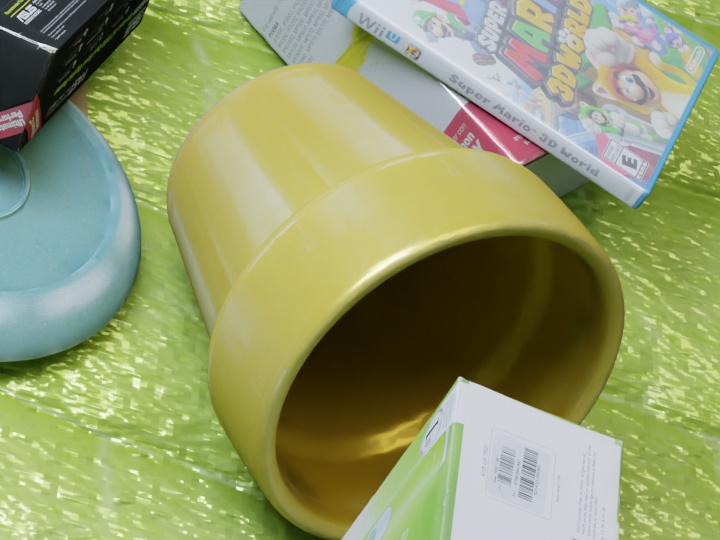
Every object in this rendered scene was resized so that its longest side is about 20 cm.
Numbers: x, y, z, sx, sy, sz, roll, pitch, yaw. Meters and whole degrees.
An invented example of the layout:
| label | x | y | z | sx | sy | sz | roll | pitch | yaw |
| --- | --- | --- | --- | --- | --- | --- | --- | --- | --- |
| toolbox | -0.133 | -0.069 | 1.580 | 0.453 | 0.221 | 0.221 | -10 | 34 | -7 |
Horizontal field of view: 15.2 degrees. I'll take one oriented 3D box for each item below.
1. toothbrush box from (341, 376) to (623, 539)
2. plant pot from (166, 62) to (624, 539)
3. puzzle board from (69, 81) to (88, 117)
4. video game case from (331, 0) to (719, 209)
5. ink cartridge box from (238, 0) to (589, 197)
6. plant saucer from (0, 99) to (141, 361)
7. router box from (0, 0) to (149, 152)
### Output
| label | x | y | z | sx | sy | sz | roll | pitch | yaw |
| --- | --- | --- | --- | --- | --- | --- | --- | --- | --- |
| toothbrush box | 0.032 | 0.169 | 1.188 | 0.086 | 0.200 | 0.146 | 21 | 45 | -11 |
| plant pot | 0.000 | 0.000 | 1.338 | 0.200 | 0.201 | 0.189 | -3 | 40 | -32 |
| puzzle board | -0.213 | -0.080 | 1.398 | 0.150 | 0.017 | 0.200 | 11 | 48 | -23 |
| video game case | 0.095 | -0.134 | 1.503 | 0.200 | 0.018 | 0.143 | 33 | 45 | -2 |
| ink cartridge box | 0.050 | -0.128 | 1.545 | 0.200 | 0.083 | 0.145 | 48 | 46 | 14 |
| plant saucer | -0.198 | -0.043 | 1.345 | 0.200 | 0.027 | 0.201 | 17 | 46 | -19 |
| router box | -0.199 | -0.150 | 1.384 | 0.150 | 0.062 | 0.200 | 26 | 28 | 3 |
